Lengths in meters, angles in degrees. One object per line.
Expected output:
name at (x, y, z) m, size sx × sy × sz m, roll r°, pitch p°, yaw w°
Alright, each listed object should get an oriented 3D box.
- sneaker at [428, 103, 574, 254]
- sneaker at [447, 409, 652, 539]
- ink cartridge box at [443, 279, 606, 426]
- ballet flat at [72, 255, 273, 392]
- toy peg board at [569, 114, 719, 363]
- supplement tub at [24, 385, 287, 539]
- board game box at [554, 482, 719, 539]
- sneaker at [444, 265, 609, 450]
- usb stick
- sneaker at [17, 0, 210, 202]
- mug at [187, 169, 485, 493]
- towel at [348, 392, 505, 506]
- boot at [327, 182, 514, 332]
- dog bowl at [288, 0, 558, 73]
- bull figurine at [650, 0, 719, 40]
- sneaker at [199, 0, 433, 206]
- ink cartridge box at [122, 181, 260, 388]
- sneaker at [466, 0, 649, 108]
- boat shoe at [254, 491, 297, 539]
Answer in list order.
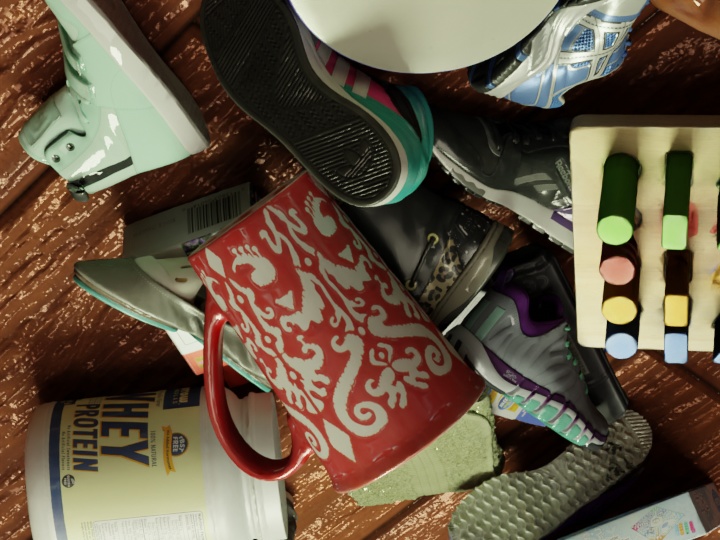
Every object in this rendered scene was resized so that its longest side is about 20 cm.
sneaker at (0.126, -0.090, 1.251) m, size 0.200 × 0.076 × 0.088 m, roll 27°, pitch 112°, yaw -35°
sneaker at (0.174, 0.206, 1.492) m, size 0.200 × 0.070 × 0.100 m, roll -29°, pitch 153°, yaw -5°
ink cartridge box at (0.096, 0.057, 1.389) m, size 0.200 × 0.042 × 0.119 m, roll 19°, pitch 125°, yaw -20°
ballet flat at (-0.122, 0.024, 1.261) m, size 0.200 × 0.067 × 0.064 m, roll 32°, pitch 95°, yaw -31°
toy peg board at (0.249, -0.001, 1.203) m, size 0.200 × 0.098 × 0.199 m, roll 2°, pitch 126°, yaw 12°
supplement tub at (-0.165, 0.171, 1.388) m, size 0.200 × 0.145 × 0.145 m, roll -6°, pitch 132°, yaw -1°
board game box at (0.221, 0.246, 1.502) m, size 0.199 × 0.043 × 0.200 m, roll -23°, pitch 169°, yaw 14°
sneaker at (0.150, 0.072, 1.303) m, size 0.200 × 0.074 × 0.088 m, roll 34°, pitch 91°, yaw -44°
usb stick at (0.162, 0.057, 1.354) m, size 0.055 × 0.033 × 0.200 m, roll -18°, pitch 130°, yaw 17°
sneaker at (-0.199, -0.128, 1.157) m, size 0.118 × 0.074 × 0.200 m, roll -27°, pitch 133°, yaw 8°
mug at (-0.038, 0.051, 1.191) m, size 0.178 × 0.133 × 0.200 m, roll -37°, pitch 96°, yaw -11°
towel at (0.047, 0.156, 1.434) m, size 0.148 × 0.036 × 0.200 m, roll -11°, pitch 155°, yaw 4°
boot at (0.001, -0.001, 1.280) m, size 0.154 × 0.073 × 0.204 m, roll 38°, pitch 119°, yaw -6°
dog bowl at (0.041, -0.230, 1.097) m, size 0.200 × 0.079 × 0.200 m, roll -3°, pitch 133°, yaw -4°
bull figurine at (0.289, -0.181, 1.135) m, size 0.200 × 0.065 × 0.121 m, roll 28°, pitch 128°, yaw 13°
sneaker at (-0.019, -0.123, 1.166) m, size 0.084 × 0.200 × 0.121 m, roll -44°, pitch 163°, yaw 17°
ink cartridge box at (-0.097, 0.030, 1.334) m, size 0.109 × 0.050 × 0.200 m, roll -19°, pitch 131°, yaw 10°
sneaker at (0.162, -0.186, 1.164) m, size 0.077 × 0.076 × 0.200 m, roll 22°, pitch 136°, yaw -32°
boat shoe at (-0.151, 0.214, 1.489) m, size 0.200 × 0.057 × 0.067 m, roll 10°, pitch 130°, yaw -16°
